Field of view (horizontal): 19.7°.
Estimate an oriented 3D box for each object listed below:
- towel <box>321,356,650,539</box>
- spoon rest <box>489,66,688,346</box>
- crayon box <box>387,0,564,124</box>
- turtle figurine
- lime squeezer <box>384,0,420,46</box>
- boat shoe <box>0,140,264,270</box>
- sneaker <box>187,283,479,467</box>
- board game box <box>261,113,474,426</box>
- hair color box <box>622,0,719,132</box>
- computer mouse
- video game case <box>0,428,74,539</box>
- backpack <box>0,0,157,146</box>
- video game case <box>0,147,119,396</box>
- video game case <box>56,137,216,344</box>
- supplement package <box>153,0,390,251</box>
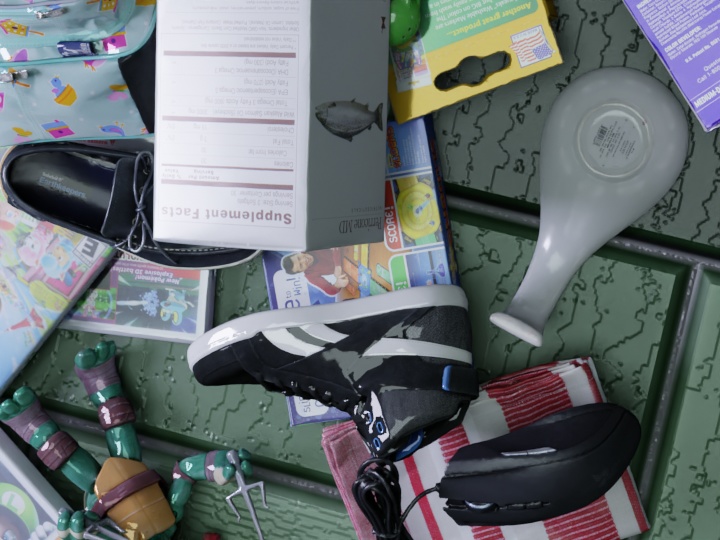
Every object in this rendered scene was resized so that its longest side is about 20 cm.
[{"bbox_3d":[0.086,0.149,1.440,0.198,0.023,0.145,-17,110,13],"label":"towel"},{"bbox_3d":[0.150,-0.044,1.415,0.099,0.061,0.201,28,87,6],"label":"spoon rest"},{"bbox_3d":[0.052,-0.215,1.413,0.125,0.052,0.202,-19,91,14],"label":"crayon box"},{"bbox_3d":[-0.163,0.156,1.464,0.200,0.149,0.101,52,141,14],"label":"turtle figurine"},{"bbox_3d":[0.013,-0.195,1.386,0.070,0.038,0.202,16,102,42],"label":"lime squeezer"},{"bbox_3d":[-0.157,-0.046,1.429,0.198,0.062,0.075,15,91,1],"label":"boat shoe"},{"bbox_3d":[-0.019,0.081,1.396,0.198,0.073,0.113,-12,73,12],"label":"sneaker"},{"bbox_3d":[0.000,0.000,1.454,0.134,0.034,0.202,-8,94,13],"label":"board game box"},{"bbox_3d":[0.199,-0.192,1.355,0.065,0.109,0.201,-34,89,13],"label":"hair color box"},{"bbox_3d":[0.099,0.165,1.397,0.198,0.046,0.141,-14,134,-4],"label":"computer mouse"},{"bbox_3d":[-0.314,0.177,1.522,0.200,0.023,0.182,48,116,2],"label":"video game case"},{"bbox_3d":[-0.209,-0.176,1.406,0.198,0.177,0.154,-10,138,22],"label":"backpack"},{"bbox_3d":[-0.289,-0.030,1.496,0.200,0.022,0.182,42,102,4],"label":"video game case"},{"bbox_3d":[-0.197,-0.048,1.499,0.198,0.023,0.184,6,97,10],"label":"video game case"},{"bbox_3d":[-0.056,-0.117,1.336,0.116,0.117,0.202,4,96,26],"label":"supplement package"}]
